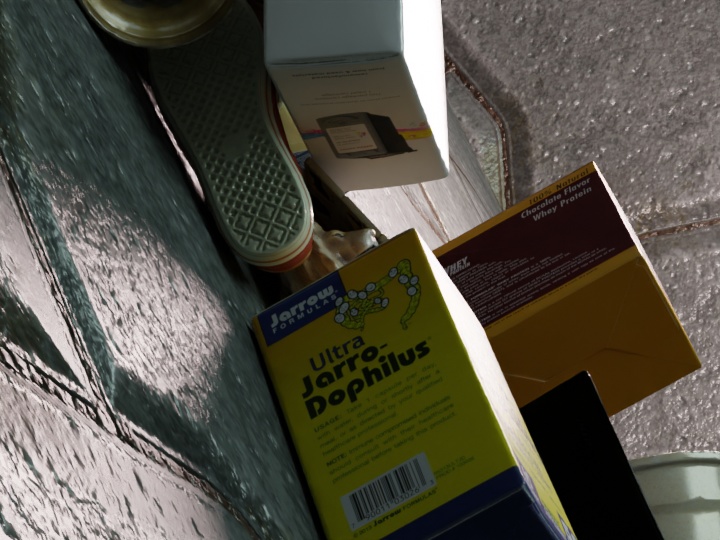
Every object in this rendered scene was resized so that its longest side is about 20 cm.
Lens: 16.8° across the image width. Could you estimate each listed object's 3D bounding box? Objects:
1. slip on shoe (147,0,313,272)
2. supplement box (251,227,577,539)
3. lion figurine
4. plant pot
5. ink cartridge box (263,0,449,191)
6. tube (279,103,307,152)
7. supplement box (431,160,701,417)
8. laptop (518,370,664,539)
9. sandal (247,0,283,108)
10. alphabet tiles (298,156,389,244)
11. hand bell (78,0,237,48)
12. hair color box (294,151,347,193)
[{"bbox_3d":[-0.075,-0.085,1.433,0.061,0.074,0.201,70,-1,-67],"label":"slip on shoe"},{"bbox_3d":[0.032,0.097,1.311,0.109,0.109,0.201,54,10,-45],"label":"supplement box"},{"bbox_3d":[0.003,0.054,1.500,0.123,0.072,0.200,50,-12,24],"label":"lion figurine"},{"bbox_3d":[0.225,0.261,1.839,0.200,0.199,0.185,48,26,-61],"label":"plant pot"},{"bbox_3d":[-0.001,-0.151,1.455,0.200,0.085,0.149,59,27,-69],"label":"ink cartridge box"},{"bbox_3d":[-0.100,-0.160,1.599,0.201,0.052,0.058,59,7,-15],"label":"tube"},{"bbox_3d":[0.176,0.037,2.217,0.133,0.196,0.200,58,7,-27],"label":"supplement box"},{"bbox_3d":[0.158,0.171,1.548,0.188,0.115,0.200,67,17,10],"label":"laptop"},{"bbox_3d":[-0.078,-0.165,1.511,0.058,0.079,0.202,-77,164,-51],"label":"sandal"},{"bbox_3d":[0.000,0.000,1.549,0.166,0.006,0.200,47,-13,14],"label":"alphabet tiles"},{"bbox_3d":[-0.137,-0.205,1.454,0.104,0.104,0.200,58,-4,-23],"label":"hand bell"},{"bbox_3d":[-0.049,-0.125,1.789,0.100,0.060,0.200,64,8,18],"label":"hair color box"}]
